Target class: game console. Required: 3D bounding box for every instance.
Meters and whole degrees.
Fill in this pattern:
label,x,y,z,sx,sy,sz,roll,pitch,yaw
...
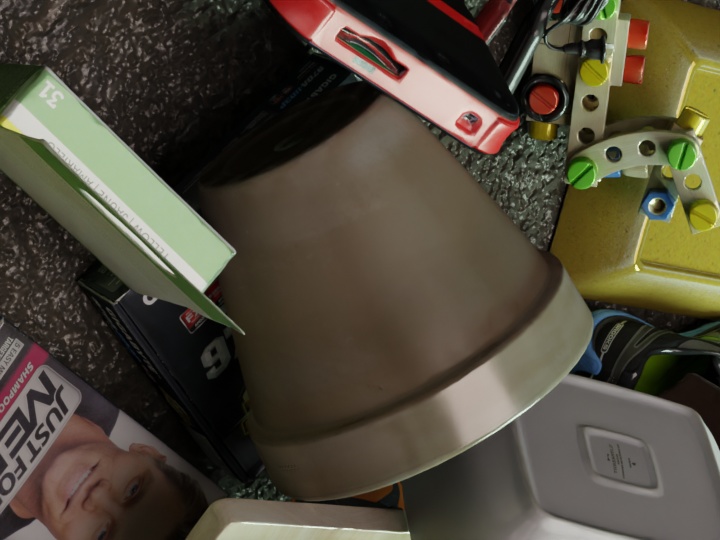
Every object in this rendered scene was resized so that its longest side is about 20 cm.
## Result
label,x,y,z,sx,sy,sz,roll,pitch,yaw
game console,0.000,-0.158,1.585,0.031,0.177,0.200,-42,133,18

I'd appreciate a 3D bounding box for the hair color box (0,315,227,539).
label,x,y,z,sx,sy,sz,roll,pitch,yaw
hair color box,-0.175,0.107,1.607,0.200,0.060,0.100,42,80,-40

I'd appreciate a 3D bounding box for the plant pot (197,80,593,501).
label,x,y,z,sx,sy,sz,roll,pitch,yaw
plant pot,0.000,0.000,1.578,0.200,0.200,0.174,-36,107,-22

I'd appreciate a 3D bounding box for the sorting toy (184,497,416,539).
label,x,y,z,sx,sy,sz,roll,pitch,yaw
sorting toy,-0.038,0.223,1.603,0.198,0.070,0.200,8,128,-41

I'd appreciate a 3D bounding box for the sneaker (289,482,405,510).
label,x,y,z,sx,sy,sz,roll,pitch,yaw
sneaker,0.006,0.122,1.715,0.200,0.077,0.112,24,49,-61

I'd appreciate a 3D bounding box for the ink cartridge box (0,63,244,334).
label,x,y,z,sx,sy,sz,roll,pitch,yaw
ink cartridge box,-0.125,-0.040,1.481,0.146,0.200,0.048,44,78,-19

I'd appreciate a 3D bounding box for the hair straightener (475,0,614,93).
label,x,y,z,sx,sy,sz,roll,pitch,yaw
hair straightener,0.119,-0.156,1.696,0.077,0.041,0.200,30,108,-13

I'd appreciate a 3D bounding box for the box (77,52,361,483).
label,x,y,z,sx,sy,sz,roll,pitch,yaw
box,-0.046,-0.001,1.676,0.200,0.046,0.159,-45,127,-16

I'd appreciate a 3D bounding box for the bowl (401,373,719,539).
label,x,y,z,sx,sy,sz,roll,pitch,yaw
bowl,0.129,0.129,1.609,0.199,0.200,0.075,16,125,-18

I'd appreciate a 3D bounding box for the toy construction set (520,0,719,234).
label,x,y,z,sx,sy,sz,roll,pitch,yaw
toy construction set,0.166,-0.127,1.749,0.092,0.131,0.201,-5,103,-83

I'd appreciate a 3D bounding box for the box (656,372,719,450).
label,x,y,z,sx,sy,sz,roll,pitch,yaw
box,0.193,0.203,1.758,0.200,0.164,0.166,-33,137,-31

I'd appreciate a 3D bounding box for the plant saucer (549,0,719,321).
label,x,y,z,sx,sy,sz,roll,pitch,yaw
plant saucer,0.227,-0.064,1.862,0.200,0.048,0.201,9,100,-38

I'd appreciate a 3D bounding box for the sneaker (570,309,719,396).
label,x,y,z,sx,sy,sz,roll,pitch,yaw
sneaker,0.221,0.072,1.876,0.199,0.083,0.071,6,116,-37
